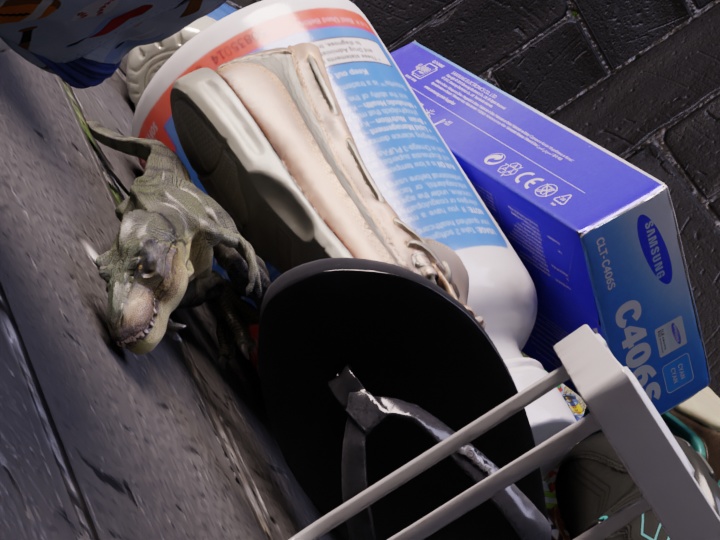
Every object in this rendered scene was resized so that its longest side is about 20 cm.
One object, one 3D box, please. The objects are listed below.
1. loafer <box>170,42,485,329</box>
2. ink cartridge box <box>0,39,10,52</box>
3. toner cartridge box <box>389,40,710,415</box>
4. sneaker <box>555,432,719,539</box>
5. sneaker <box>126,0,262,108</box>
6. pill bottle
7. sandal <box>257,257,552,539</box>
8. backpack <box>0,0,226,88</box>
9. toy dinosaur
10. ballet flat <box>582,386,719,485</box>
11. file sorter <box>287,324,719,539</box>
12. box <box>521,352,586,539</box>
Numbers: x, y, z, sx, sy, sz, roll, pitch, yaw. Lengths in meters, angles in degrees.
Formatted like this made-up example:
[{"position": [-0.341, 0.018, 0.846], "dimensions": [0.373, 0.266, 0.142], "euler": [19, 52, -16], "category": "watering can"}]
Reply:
[{"position": [0.007, -0.004, 0.768], "dimensions": [0.200, 0.063, 0.072], "euler": [53, -20, 24], "category": "loafer"}, {"position": [-0.157, -0.186, 0.758], "dimensions": [0.201, 0.068, 0.115], "euler": [60, 6, 35], "category": "ink cartridge box"}, {"position": [0.064, -0.020, 0.915], "dimensions": [0.200, 0.043, 0.096], "euler": [39, -28, 54], "category": "toner cartridge box"}, {"position": [0.101, 0.118, 0.778], "dimensions": [0.200, 0.079, 0.076], "euler": [-123, -153, -60], "category": "sneaker"}, {"position": [-0.037, -0.057, 1.052], "dimensions": [0.200, 0.077, 0.112], "euler": [48, 18, -24], "category": "sneaker"}, {"position": [0.000, 0.000, 0.861], "dimensions": [0.201, 0.112, 0.112], "euler": [59, 6, 23], "category": "pill bottle"}, {"position": [0.030, 0.087, 0.689], "dimensions": [0.043, 0.076, 0.201], "euler": [-79, 144, -83], "category": "sandal"}, {"position": [-0.094, -0.127, 0.538], "dimensions": [0.201, 0.153, 0.190], "euler": [64, 14, 9], "category": "backpack"}, {"position": [-0.055, -0.004, 0.753], "dimensions": [0.088, 0.047, 0.200], "euler": [48, 4, -17], "category": "toy dinosaur"}, {"position": [0.153, 0.093, 0.865], "dimensions": [0.070, 0.069, 0.200], "euler": [54, -1, -29], "category": "ballet flat"}, {"position": [0.069, 0.137, 0.601], "dimensions": [0.201, 0.124, 0.139], "euler": [57, 4, -1], "category": "file sorter"}, {"position": [0.085, 0.073, 0.987], "dimensions": [0.137, 0.038, 0.200], "euler": [49, 30, 13], "category": "box"}]
